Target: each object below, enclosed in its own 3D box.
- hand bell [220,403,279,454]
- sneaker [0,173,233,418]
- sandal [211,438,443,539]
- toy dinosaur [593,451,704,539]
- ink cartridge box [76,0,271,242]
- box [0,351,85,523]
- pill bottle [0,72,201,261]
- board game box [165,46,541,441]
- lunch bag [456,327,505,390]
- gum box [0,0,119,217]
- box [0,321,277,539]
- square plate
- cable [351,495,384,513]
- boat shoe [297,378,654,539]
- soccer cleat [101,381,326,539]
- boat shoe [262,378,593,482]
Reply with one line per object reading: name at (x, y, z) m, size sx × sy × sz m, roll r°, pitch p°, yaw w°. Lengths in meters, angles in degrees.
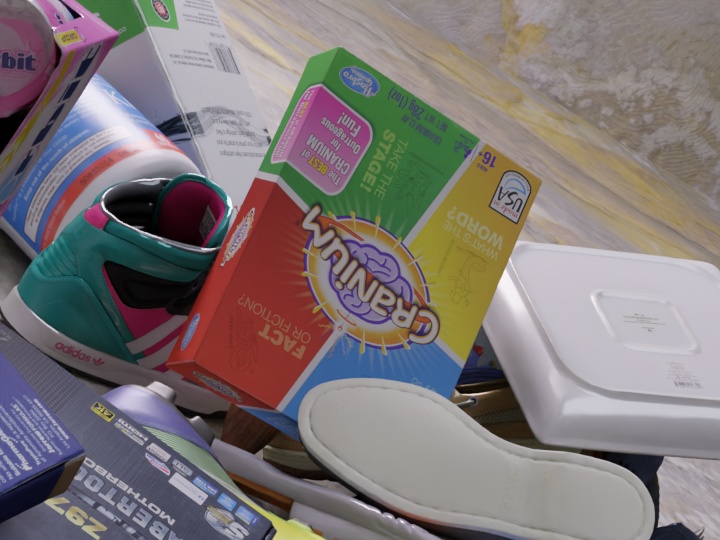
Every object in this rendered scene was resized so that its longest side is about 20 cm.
hand bell at (-0.030, 0.039, 1.260) m, size 0.104 × 0.104 × 0.201 m, roll 34°, pitch 54°, yaw -5°
sneaker at (-0.103, 0.008, 1.247) m, size 0.199 × 0.121 × 0.084 m, roll 21°, pitch 19°, yaw -47°
sandal at (-0.023, 0.146, 1.135) m, size 0.206 × 0.060 × 0.079 m, roll 19°, pitch -10°, yaw 30°
toy dinosaur at (0.160, 0.152, 1.334) m, size 0.199 × 0.183 × 0.105 m, roll 25°, pitch -8°, yaw 5°
ink cartridge box at (-0.125, -0.091, 1.443) m, size 0.201 × 0.083 × 0.146 m, roll 67°, pitch 18°, yaw 7°
box at (-0.215, 0.069, 0.824) m, size 0.121 × 0.032 × 0.199 m, roll 47°, pitch 38°, yaw 15°
pill bottle at (-0.194, -0.077, 1.325) m, size 0.200 × 0.113 × 0.112 m, roll 43°, pitch 15°, yaw 30°
board game box at (0.000, 0.000, 1.206) m, size 0.152 × 0.201 × 0.040 m, roll 31°, pitch -18°, yaw -21°
lunch bag at (0.073, 0.069, 1.406) m, size 0.200 × 0.160 × 0.083 m, roll 22°, pitch 63°, yaw -54°
gum box at (-0.201, -0.057, 1.047) m, size 0.066 × 0.201 × 0.114 m, roll 35°, pitch 12°, yaw -2°
box at (-0.145, 0.102, 0.940) m, size 0.199 × 0.051 × 0.158 m, roll 36°, pitch 22°, yaw 1°
square plate at (0.169, 0.041, 1.287) m, size 0.198 × 0.029 × 0.199 m, roll 6°, pitch 32°, yaw -20°
cable at (0.016, 0.149, 1.261) m, size 0.096 × 0.051 × 0.200 m, roll -3°, pitch 1°, yaw -4°
boat shoe at (0.056, 0.117, 1.158) m, size 0.200 × 0.073 × 0.060 m, roll 19°, pitch -28°, yaw -6°
soccer cleat at (-0.069, 0.141, 1.053) m, size 0.200 × 0.065 × 0.084 m, roll 42°, pitch 44°, yaw 7°
boat shoe at (0.039, 0.082, 1.268) m, size 0.198 × 0.077 × 0.072 m, roll -3°, pitch 6°, yaw -13°
